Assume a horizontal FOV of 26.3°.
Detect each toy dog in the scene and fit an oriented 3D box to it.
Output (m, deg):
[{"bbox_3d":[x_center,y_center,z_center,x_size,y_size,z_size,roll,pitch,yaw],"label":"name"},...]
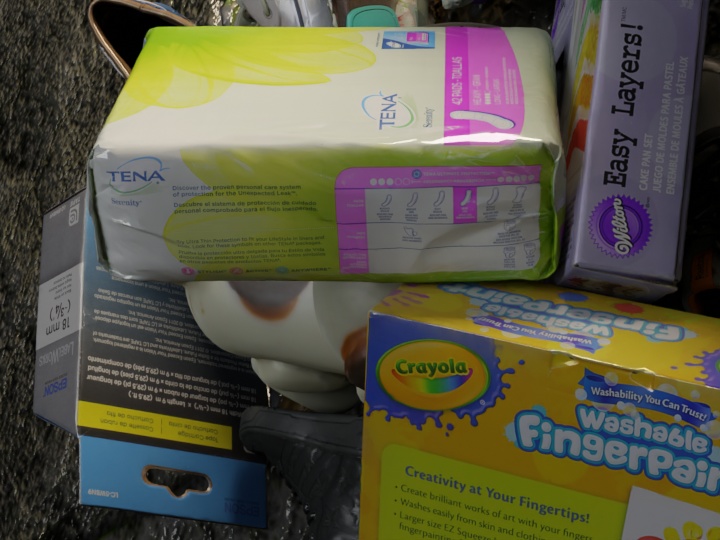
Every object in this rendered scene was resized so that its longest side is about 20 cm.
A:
[{"bbox_3d":[0.000,0.000,0.811,0.200,0.193,0.140,4,72,60],"label":"toy dog"}]

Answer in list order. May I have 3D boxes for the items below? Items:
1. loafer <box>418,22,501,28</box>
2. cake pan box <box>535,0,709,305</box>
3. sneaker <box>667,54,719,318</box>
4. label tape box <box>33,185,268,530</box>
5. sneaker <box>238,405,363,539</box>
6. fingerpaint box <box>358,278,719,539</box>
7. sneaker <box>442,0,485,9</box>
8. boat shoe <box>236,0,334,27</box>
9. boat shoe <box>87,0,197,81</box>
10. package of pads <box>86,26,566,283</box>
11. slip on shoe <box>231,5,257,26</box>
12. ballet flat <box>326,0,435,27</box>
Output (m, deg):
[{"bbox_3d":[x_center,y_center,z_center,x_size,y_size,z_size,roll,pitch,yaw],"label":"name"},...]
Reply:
[{"bbox_3d":[0.011,-0.095,0.849,0.068,0.198,0.076,-131,36,-79],"label":"loafer"},{"bbox_3d":[0.116,-0.071,0.720,0.200,0.052,0.186,94,-175,-82],"label":"cake pan box"},{"bbox_3d":[0.169,-0.016,0.692,0.074,0.079,0.201,-36,51,39],"label":"sneaker"},{"bbox_3d":[-0.132,0.063,0.981,0.063,0.144,0.201,-22,61,45],"label":"label tape box"},{"bbox_3d":[-0.011,0.135,0.876,0.199,0.060,0.105,-2,75,49],"label":"sneaker"},{"bbox_3d":[0.103,0.100,0.633,0.199,0.073,0.168,11,112,24],"label":"fingerpaint box"},{"bbox_3d":[0.098,-0.185,0.841,0.200,0.099,0.070,-139,42,-79],"label":"sneaker"},{"bbox_3d":[-0.047,-0.182,0.971,0.066,0.074,0.201,-15,90,18],"label":"boat shoe"},{"bbox_3d":[-0.098,-0.109,0.946,0.200,0.072,0.073,33,97,32],"label":"boat shoe"},{"bbox_3d":[-0.011,-0.054,0.681,0.155,0.198,0.069,-82,-9,-61],"label":"package of pads"},{"bbox_3d":[-0.058,-0.121,1.018,0.061,0.074,0.201,145,141,-80],"label":"slip on shoe"},{"bbox_3d":[0.012,-0.157,0.929,0.075,0.064,0.202,-2,78,4],"label":"ballet flat"}]
